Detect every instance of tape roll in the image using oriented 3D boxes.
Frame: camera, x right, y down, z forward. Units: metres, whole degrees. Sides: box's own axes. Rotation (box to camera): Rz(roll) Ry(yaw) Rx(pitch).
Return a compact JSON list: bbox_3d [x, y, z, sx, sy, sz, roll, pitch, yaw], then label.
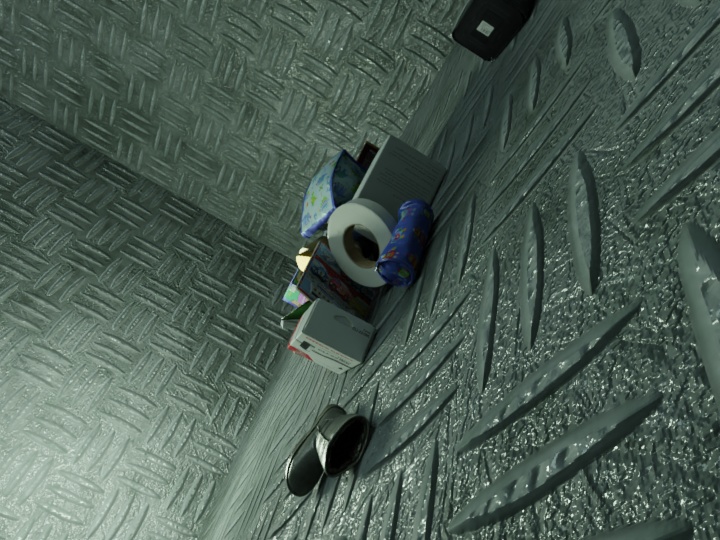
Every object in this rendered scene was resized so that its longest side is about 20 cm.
[{"bbox_3d":[0.010,-0.061,1.250,0.037,0.203,0.203,-33,-15,-43],"label":"tape roll"}]

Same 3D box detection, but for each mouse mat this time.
[{"bbox_3d":[-0.085,0.095,1.403,0.160,0.198,0.008,-33,66,49],"label":"mouse mat"}]

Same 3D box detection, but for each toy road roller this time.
[{"bbox_3d":[-0.060,-0.002,1.452,0.198,0.148,0.122,11,33,44],"label":"toy road roller"}]

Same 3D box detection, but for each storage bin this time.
[{"bbox_3d":[0.333,-0.642,1.395,0.095,0.134,0.200,-63,7,-17],"label":"storage bin"}]

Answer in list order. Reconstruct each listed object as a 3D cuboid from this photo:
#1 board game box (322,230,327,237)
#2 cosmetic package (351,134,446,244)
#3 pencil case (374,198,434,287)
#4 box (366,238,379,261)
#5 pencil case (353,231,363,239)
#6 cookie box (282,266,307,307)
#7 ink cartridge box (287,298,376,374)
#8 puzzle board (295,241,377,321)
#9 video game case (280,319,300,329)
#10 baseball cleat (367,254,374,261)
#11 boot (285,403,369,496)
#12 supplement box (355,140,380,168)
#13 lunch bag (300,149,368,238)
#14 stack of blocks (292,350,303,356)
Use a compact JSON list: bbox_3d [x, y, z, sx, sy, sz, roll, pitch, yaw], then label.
[{"bbox_3d":[-0.086,-0.011,1.661,0.201,0.034,0.127,75,-153,-47],"label":"board game box"},{"bbox_3d":[0.077,-0.180,1.354,0.202,0.164,0.165,-63,6,-15],"label":"cosmetic package"},{"bbox_3d":[0.090,-0.054,1.113,0.086,0.078,0.201,-24,31,40],"label":"pencil case"},{"bbox_3d":[0.046,-0.080,1.594,0.201,0.074,0.101,-57,7,46],"label":"box"},{"bbox_3d":[-0.008,-0.130,1.551,0.201,0.088,0.089,-57,8,15],"label":"pencil case"},{"bbox_3d":[-0.110,0.078,1.591,0.076,0.198,0.171,-65,7,-24],"label":"cookie box"},{"bbox_3d":[-0.068,0.149,1.214,0.085,0.143,0.200,-65,7,-23],"label":"ink cartridge box"},{"bbox_3d":[-0.049,0.045,1.298,0.017,0.200,0.152,-28,29,42],"label":"puzzle board"},{"bbox_3d":[-0.123,0.152,1.501,0.200,0.179,0.022,162,115,-80],"label":"video game case"},{"bbox_3d":[0.000,0.000,1.572,0.200,0.069,0.108,157,118,-65],"label":"baseball cleat"},{"bbox_3d":[-0.055,0.301,0.892,0.184,0.072,0.200,-65,14,-8],"label":"boot"},{"bbox_3d":[0.055,-0.257,1.693,0.133,0.195,0.201,-56,9,35],"label":"supplement box"},{"bbox_3d":[-0.078,-0.194,1.498,0.170,0.127,0.201,-36,24,46],"label":"lunch bag"},{"bbox_3d":[-0.120,0.204,1.486,0.200,0.114,0.059,159,130,-80],"label":"stack of blocks"}]
